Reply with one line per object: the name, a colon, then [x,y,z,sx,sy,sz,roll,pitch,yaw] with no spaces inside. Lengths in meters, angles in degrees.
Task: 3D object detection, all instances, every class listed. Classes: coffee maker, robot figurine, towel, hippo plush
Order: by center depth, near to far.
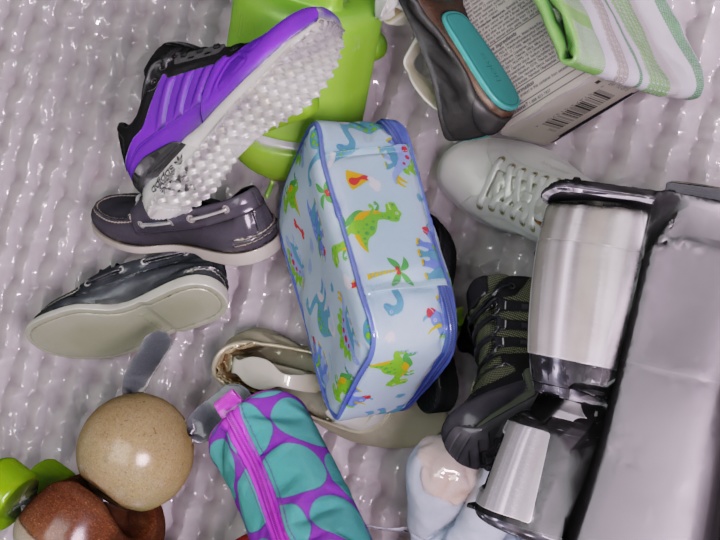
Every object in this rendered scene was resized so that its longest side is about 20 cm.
coffee maker: [0.171,0.064,0.638,0.192,0.135,0.201,9,86,35]
hippo plush: [0.077,0.216,0.790,0.199,0.160,0.161,-15,35,16]
towel: [0.172,-0.195,0.818,0.031,0.200,0.150,-33,71,33]
robot figurine: [-0.049,-0.159,0.917,0.115,0.176,0.200,18,122,10]

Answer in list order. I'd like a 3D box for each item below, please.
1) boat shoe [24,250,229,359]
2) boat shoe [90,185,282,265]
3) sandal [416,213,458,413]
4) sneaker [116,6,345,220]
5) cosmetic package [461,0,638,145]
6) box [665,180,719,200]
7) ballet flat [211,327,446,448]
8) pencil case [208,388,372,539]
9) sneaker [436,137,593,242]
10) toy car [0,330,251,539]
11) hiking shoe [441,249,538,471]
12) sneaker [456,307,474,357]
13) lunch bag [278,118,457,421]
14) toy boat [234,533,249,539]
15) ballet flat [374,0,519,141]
boat shoe: [-0.201,0.022,1.009,0.199,0.075,0.066,-19,46,25]
boat shoe: [-0.153,-0.053,0.976,0.200,0.073,0.063,10,126,34]
sandal: [0.051,0.013,0.914,0.048,0.075,0.201,-6,74,-19]
sneaker: [-0.105,-0.133,0.823,0.200,0.070,0.100,-40,70,21]
cosmetic package: [0.126,-0.208,0.891,0.103,0.087,0.200,-29,73,30]
box: [0.231,0.056,0.778,0.048,0.158,0.201,12,87,37]
ballet flat: [-0.031,0.095,0.929,0.200,0.069,0.070,14,88,23]
pencil case: [-0.046,0.175,0.827,0.085,0.092,0.200,-42,40,8]
sneaker: [0.140,-0.055,0.873,0.200,0.085,0.073,24,93,24]
toy car: [-0.180,0.155,0.940,0.164,0.158,0.200,32,87,13]
hiking shoe: [0.100,0.056,0.785,0.101,0.200,0.076,37,134,19]
sneaker: [0.146,0.095,0.871,0.200,0.072,0.083,52,130,19]
lunch bag: [0.000,0.000,0.857,0.082,0.161,0.200,-5,61,-20]
toy boat: [-0.048,0.289,0.869,0.130,0.131,0.200,-40,70,16]
ballet flat: [0.048,-0.184,0.852,0.068,0.068,0.200,-31,72,38]
